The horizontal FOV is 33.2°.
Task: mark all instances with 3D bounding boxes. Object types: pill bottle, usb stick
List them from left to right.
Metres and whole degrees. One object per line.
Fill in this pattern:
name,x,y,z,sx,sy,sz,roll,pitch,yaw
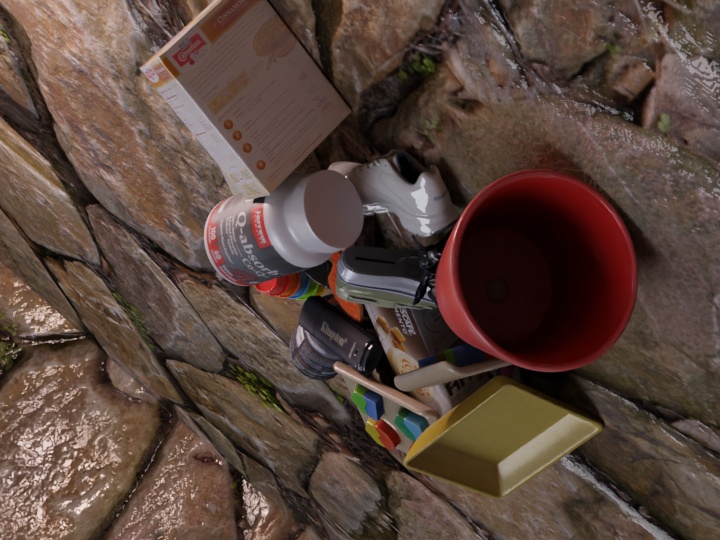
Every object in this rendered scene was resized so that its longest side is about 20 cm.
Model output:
pill bottle,-0.094,-0.054,1.480,0.199,0.116,0.116,-17,119,48
pill bottle,-0.047,0.102,1.903,0.106,0.106,0.200,42,159,2
usb stick,-0.031,0.090,1.729,0.032,0.056,0.200,25,-175,-36

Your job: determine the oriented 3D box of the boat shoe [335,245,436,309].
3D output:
boat shoe,0.064,0.015,1.498,0.197,0.073,0.062,11,137,-8

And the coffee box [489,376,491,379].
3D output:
coffee box,0.102,0.127,1.771,0.200,0.044,0.123,42,158,3

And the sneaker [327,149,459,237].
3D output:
sneaker,0.036,-0.109,1.445,0.198,0.074,0.088,18,133,40

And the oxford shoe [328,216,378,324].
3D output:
oxford shoe,0.000,0.000,1.667,0.071,0.073,0.201,43,156,28

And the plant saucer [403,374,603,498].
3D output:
plant saucer,0.183,0.212,1.587,0.199,0.200,0.049,25,-144,-36

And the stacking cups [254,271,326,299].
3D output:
stacking cups,-0.101,0.014,1.782,0.060,0.061,0.200,38,-173,12

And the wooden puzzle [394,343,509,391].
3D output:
wooden puzzle,0.158,0.105,1.494,0.185,0.197,0.047,148,113,-67

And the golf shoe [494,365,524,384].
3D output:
golf shoe,0.226,0.198,1.672,0.090,0.076,0.201,4,139,13

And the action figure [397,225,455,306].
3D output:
action figure,0.135,0.009,1.408,0.198,0.120,0.102,28,165,13

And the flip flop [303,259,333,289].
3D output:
flip flop,-0.080,-0.041,1.760,0.198,0.082,0.057,28,-169,17

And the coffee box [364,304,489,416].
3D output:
coffee box,0.086,0.086,1.619,0.114,0.079,0.202,8,126,54

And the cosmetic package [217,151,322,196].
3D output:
cosmetic package,-0.118,-0.137,1.598,0.087,0.104,0.201,25,153,36

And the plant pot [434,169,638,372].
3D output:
plant pot,0.166,0.010,1.266,0.200,0.201,0.177,44,167,-4

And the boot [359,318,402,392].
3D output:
boot,0.040,0.143,1.779,0.175,0.069,0.200,52,153,-6

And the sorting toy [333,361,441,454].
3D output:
sorting toy,0.055,0.222,1.714,0.184,0.037,0.201,24,154,37

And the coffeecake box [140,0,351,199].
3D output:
coffeecake box,-0.132,-0.211,1.413,0.201,0.154,0.073,51,157,-18
